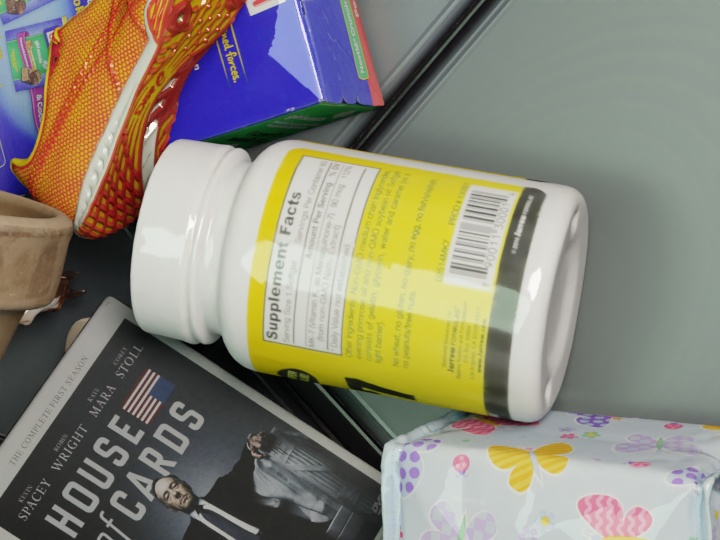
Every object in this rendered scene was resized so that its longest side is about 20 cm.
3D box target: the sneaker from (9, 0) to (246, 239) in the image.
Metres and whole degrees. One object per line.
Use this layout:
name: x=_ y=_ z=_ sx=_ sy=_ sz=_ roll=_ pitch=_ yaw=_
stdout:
sneaker: x=-0.111 y=-0.112 z=1.316 sx=0.077 sy=0.073 sz=0.200 roll=37 pitch=108 yaw=23

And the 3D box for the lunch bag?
lunch bag: x=0.103 y=0.174 z=1.299 sx=0.169 sy=0.127 sz=0.201 roll=6 pitch=104 yaw=25

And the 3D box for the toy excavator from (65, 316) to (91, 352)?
toy excavator: x=-0.104 y=0.146 z=1.407 sx=0.200 sy=0.100 sz=0.195 roll=45 pitch=133 yaw=41

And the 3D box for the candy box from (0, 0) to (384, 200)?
candy box: x=-0.107 y=-0.137 z=1.393 sx=0.199 sy=0.077 sz=0.170 roll=-15 pitch=87 yaw=26

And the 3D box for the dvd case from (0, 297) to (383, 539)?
dvd case: x=-0.076 y=0.121 z=1.334 sx=0.200 sy=0.151 sz=0.025 roll=33 pitch=144 yaw=-1

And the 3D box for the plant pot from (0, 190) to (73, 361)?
plant pot: x=-0.243 y=0.040 z=1.282 sx=0.199 sy=0.200 sz=0.175 roll=13 pitch=95 yaw=23

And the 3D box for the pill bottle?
pill bottle: x=0.000 y=0.000 z=1.317 sx=0.199 sy=0.114 sz=0.115 roll=10 pitch=99 yaw=13

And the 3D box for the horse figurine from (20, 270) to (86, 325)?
horse figurine: x=-0.252 y=0.042 z=1.462 sx=0.200 sy=0.132 sz=0.050 roll=-22 pitch=100 yaw=47

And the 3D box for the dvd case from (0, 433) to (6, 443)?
dvd case: x=-0.253 y=0.103 z=1.444 sx=0.199 sy=0.150 sz=0.025 roll=-3 pitch=77 yaw=25
